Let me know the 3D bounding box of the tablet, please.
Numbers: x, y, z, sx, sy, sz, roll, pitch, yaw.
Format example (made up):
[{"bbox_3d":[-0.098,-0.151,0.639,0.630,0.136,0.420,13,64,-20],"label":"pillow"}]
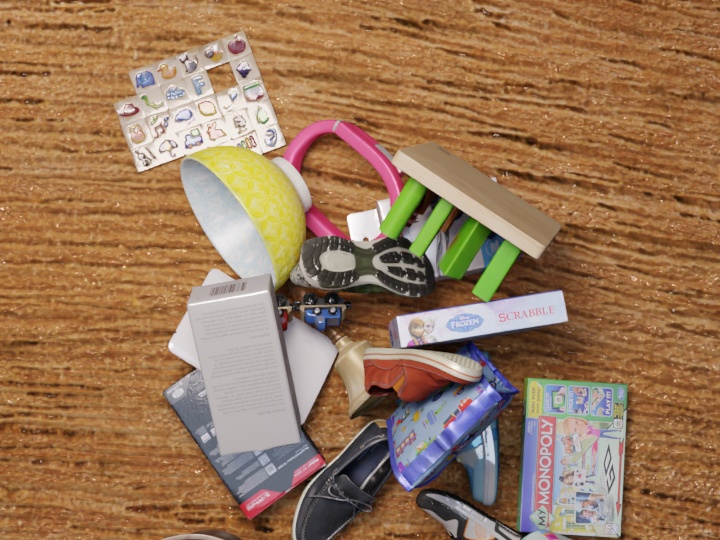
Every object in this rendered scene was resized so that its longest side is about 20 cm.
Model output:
[{"bbox_3d":[-0.134,0.098,1.405,0.200,0.014,0.130,32,61,-10],"label":"tablet"}]

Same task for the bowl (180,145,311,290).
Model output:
[{"bbox_3d":[-0.127,-0.082,1.383,0.108,0.200,0.200,-35,87,-22],"label":"bowl"}]

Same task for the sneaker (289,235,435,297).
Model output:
[{"bbox_3d":[0.000,0.000,1.359,0.200,0.089,0.077,8,72,-29],"label":"sneaker"}]

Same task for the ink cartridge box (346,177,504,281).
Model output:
[{"bbox_3d":[0.089,-0.043,1.437,0.199,0.067,0.116,-12,86,-2],"label":"ink cartridge box"}]

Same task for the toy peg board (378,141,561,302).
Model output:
[{"bbox_3d":[0.125,-0.058,1.322,0.200,0.199,0.098,35,106,7],"label":"toy peg board"}]

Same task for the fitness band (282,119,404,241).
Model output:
[{"bbox_3d":[-0.021,-0.106,1.410,0.200,0.037,0.144,44,113,22],"label":"fitness band"}]

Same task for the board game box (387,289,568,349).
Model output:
[{"bbox_3d":[0.138,0.065,1.365,0.199,0.200,0.041,-9,84,-3],"label":"board game box"}]

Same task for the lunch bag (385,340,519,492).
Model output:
[{"bbox_3d":[0.102,0.175,1.280,0.151,0.200,0.094,-45,87,8],"label":"lunch bag"}]

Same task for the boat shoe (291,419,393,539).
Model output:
[{"bbox_3d":[-0.017,0.280,1.406,0.075,0.062,0.200,41,85,-20],"label":"boat shoe"}]

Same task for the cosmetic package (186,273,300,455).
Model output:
[{"bbox_3d":[-0.138,0.114,1.326,0.101,0.071,0.201,-9,107,1],"label":"cosmetic package"}]

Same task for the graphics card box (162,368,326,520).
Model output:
[{"bbox_3d":[-0.150,0.203,1.419,0.125,0.051,0.200,-36,88,-5],"label":"graphics card box"}]

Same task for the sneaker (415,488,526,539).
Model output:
[{"bbox_3d":[0.153,0.351,1.408,0.200,0.074,0.080,32,87,1],"label":"sneaker"}]

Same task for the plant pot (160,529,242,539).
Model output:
[{"bbox_3d":[-0.194,0.404,1.330,0.200,0.198,0.201,0,86,-2],"label":"plant pot"}]

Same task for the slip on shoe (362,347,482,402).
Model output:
[{"bbox_3d":[0.069,0.122,1.263,0.074,0.200,0.061,12,80,-34],"label":"slip on shoe"}]

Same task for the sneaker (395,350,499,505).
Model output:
[{"bbox_3d":[0.114,0.207,1.421,0.130,0.080,0.201,-5,92,9],"label":"sneaker"}]

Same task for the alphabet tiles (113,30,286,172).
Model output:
[{"bbox_3d":[-0.221,-0.211,1.470,0.200,0.008,0.168,-20,87,-3],"label":"alphabet tiles"}]

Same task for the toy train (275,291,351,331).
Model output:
[{"bbox_3d":[-0.110,0.056,1.371,0.199,0.034,0.046,-3,58,-6],"label":"toy train"}]

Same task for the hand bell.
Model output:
[{"bbox_3d":[-0.033,0.082,1.417,0.104,0.104,0.200,-38,76,-4],"label":"hand bell"}]

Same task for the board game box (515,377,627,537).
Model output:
[{"bbox_3d":[0.278,0.245,1.442,0.134,0.029,0.201,4,86,-2],"label":"board game box"}]

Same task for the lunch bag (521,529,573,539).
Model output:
[{"bbox_3d":[0.232,0.427,1.367,0.160,0.077,0.200,28,99,-30],"label":"lunch bag"}]
